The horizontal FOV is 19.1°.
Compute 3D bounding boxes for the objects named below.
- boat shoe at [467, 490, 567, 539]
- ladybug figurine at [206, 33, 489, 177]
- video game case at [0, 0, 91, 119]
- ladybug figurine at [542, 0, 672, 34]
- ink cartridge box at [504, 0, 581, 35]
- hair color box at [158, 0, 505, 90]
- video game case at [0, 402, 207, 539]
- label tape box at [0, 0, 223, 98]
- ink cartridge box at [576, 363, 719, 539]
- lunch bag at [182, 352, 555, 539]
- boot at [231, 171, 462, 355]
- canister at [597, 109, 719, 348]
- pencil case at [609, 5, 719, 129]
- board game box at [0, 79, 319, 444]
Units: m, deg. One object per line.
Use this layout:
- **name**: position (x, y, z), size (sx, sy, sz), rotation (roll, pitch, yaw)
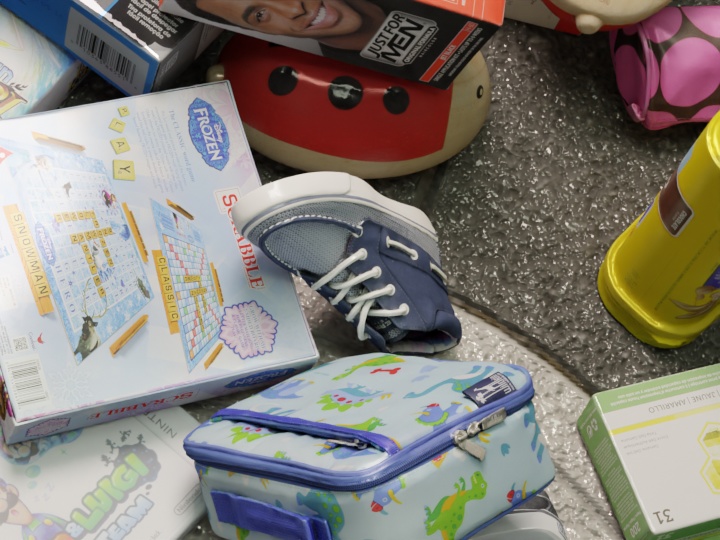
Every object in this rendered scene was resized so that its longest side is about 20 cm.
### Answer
- **boat shoe**: position (0.025, 0.164, 1.316), size (0.200, 0.072, 0.068), rotation (-8, 36, -5)
- **ladybug figurine**: position (-0.004, -0.132, 1.452), size (0.200, 0.072, 0.136), rotation (-3, 64, -16)
- **video game case**: position (-0.277, -0.178, 1.432), size (0.200, 0.045, 0.181), rotation (35, 61, 5)
- **ladybug figurine**: position (0.170, -0.241, 1.484), size (0.136, 0.072, 0.200), rotation (21, 60, -4)
- **ink cartridge box**: position (0.118, -0.246, 1.554), size (0.200, 0.067, 0.116), rotation (14, 62, -7)
- **hair color box**: position (-0.017, -0.184, 1.354), size (0.200, 0.102, 0.061), rotation (15, 65, -14)
- **video game case**: position (-0.200, 0.128, 1.300), size (0.182, 0.024, 0.200), rotation (40, 60, 8)
- **label tape box**: position (-0.135, -0.224, 1.429), size (0.144, 0.063, 0.200), rotation (36, 60, 7)
- **ink cartridge box**: position (0.242, 0.161, 1.383), size (0.145, 0.048, 0.200), rotation (-12, 64, -20)
- **lunch bag**: position (0.002, 0.110, 1.255), size (0.161, 0.200, 0.083), rotation (-25, 107, -32)
- **boot**: position (0.000, 0.000, 1.343), size (0.200, 0.073, 0.090), rotation (11, 53, -55)
- **canister**: position (0.249, -0.050, 1.406), size (0.087, 0.200, 0.149), rotation (44, 61, 10)
- **pencil case**: position (0.278, -0.144, 1.535), size (0.200, 0.091, 0.094), rotation (-2, 98, -13)
- **board game box**: position (-0.150, -0.009, 1.341), size (0.199, 0.041, 0.200), rotation (-11, 72, -21)
